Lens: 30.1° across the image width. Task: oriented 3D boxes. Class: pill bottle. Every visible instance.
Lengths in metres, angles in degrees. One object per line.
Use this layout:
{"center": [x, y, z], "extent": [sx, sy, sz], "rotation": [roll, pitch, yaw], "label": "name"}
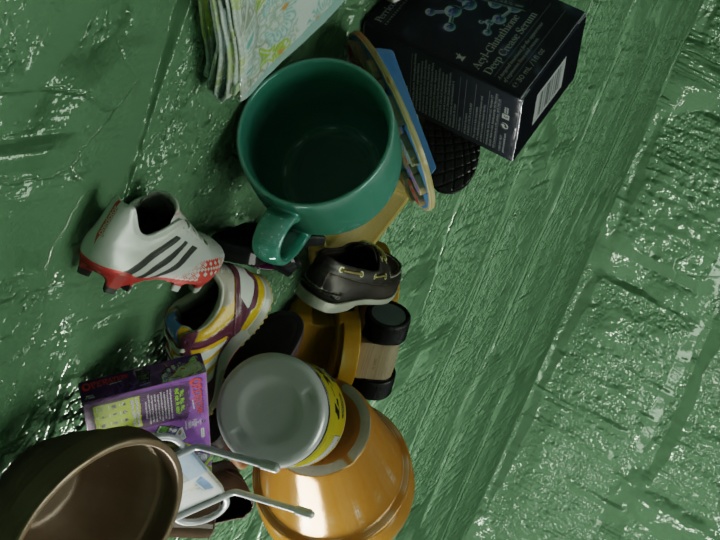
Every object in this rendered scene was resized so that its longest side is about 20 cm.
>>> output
{"center": [-0.076, 0.149, 1.400], "extent": [0.115, 0.114, 0.200], "rotation": [-61, 171, -3], "label": "pill bottle"}

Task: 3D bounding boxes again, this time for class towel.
{"center": [-0.070, -0.260, 1.156], "extent": [0.200, 0.048, 0.172], "rotation": [-52, 160, -30], "label": "towel"}

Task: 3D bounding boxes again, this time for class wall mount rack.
{"center": [-0.150, 0.225, 1.331], "extent": [0.172, 0.075, 0.200], "rotation": [-23, 145, 2], "label": "wall mount rack"}

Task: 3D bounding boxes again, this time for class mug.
{"center": [-0.048, -0.103, 1.293], "extent": [0.184, 0.153, 0.115], "rotation": [-33, 161, -3], "label": "mug"}

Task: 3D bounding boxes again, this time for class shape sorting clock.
{"center": [0.029, -0.154, 1.390], "extent": [0.039, 0.201, 0.200], "rotation": [-20, 153, -5], "label": "shape sorting clock"}

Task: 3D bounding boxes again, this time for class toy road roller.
{"center": [-0.026, 0.058, 1.666], "extent": [0.201, 0.144, 0.124], "rotation": [-101, -160, -52], "label": "toy road roller"}

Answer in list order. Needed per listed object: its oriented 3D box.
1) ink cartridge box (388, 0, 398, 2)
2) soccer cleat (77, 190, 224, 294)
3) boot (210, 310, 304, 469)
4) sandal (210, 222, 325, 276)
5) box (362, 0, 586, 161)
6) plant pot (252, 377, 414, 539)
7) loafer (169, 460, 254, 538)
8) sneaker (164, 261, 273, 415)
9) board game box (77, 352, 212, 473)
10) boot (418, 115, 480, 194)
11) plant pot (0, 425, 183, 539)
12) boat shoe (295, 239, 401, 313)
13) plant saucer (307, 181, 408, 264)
{"center": [0.045, -0.367, 1.333], "extent": [0.173, 0.043, 0.202], "rotation": [-38, 150, -55], "label": "ink cartridge box"}
{"center": [-0.171, -0.029, 1.176], "extent": [0.086, 0.068, 0.200], "rotation": [-63, 158, 15], "label": "soccer cleat"}
{"center": [-0.112, 0.147, 1.589], "extent": [0.189, 0.068, 0.200], "rotation": [-61, 163, -8], "label": "boot"}
{"center": [-0.099, -0.018, 1.364], "extent": [0.200, 0.075, 0.048], "rotation": [-17, 120, -66], "label": "sandal"}
{"center": [0.122, -0.241, 1.468], "extent": [0.149, 0.199, 0.107], "rotation": [-52, 160, -28], "label": "box"}
{"center": [-0.040, 0.222, 1.589], "extent": [0.201, 0.199, 0.184], "rotation": [-54, 157, -24], "label": "plant pot"}
{"center": [-0.190, 0.264, 1.501], "extent": [0.199, 0.071, 0.074], "rotation": [-14, 130, -51], "label": "loafer"}
{"center": [-0.173, 0.080, 1.340], "extent": [0.090, 0.075, 0.201], "rotation": [21, 101, -50], "label": "sneaker"}
{"center": [-0.206, 0.161, 1.306], "extent": [0.119, 0.032, 0.201], "rotation": [-10, 142, -13], "label": "board game box"}
{"center": [0.101, -0.159, 1.591], "extent": [0.132, 0.069, 0.202], "rotation": [87, 0, -65], "label": "boot"}
{"center": [-0.261, 0.215, 1.195], "extent": [0.200, 0.092, 0.202], "rotation": [-34, 141, -33], "label": "plant pot"}
{"center": [0.000, 0.000, 1.527], "extent": [0.201, 0.071, 0.061], "rotation": [-17, 137, -62], "label": "boat shoe"}
{"center": [-0.007, -0.092, 1.572], "extent": [0.200, 0.048, 0.201], "rotation": [-53, 159, -29], "label": "plant saucer"}
